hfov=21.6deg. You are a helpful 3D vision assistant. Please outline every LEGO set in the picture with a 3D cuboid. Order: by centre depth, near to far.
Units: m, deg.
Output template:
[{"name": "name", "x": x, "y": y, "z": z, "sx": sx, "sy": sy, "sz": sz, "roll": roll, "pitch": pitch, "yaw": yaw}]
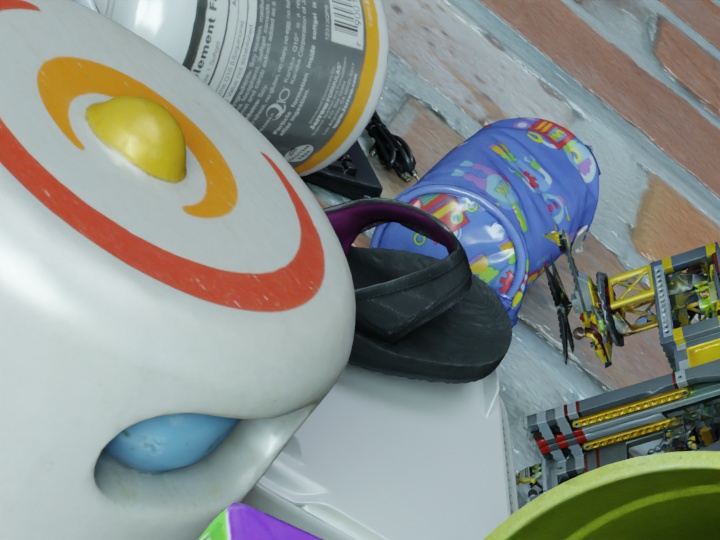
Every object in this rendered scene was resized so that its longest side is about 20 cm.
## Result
[{"name": "LEGO set", "x": 0.131, "y": 0.087, "z": 0.860, "sx": 0.201, "sy": 0.115, "sz": 0.154, "roll": -91, "pitch": 157, "yaw": -44}]

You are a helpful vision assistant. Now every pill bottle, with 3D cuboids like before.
[{"name": "pill bottle", "x": -0.087, "y": -0.109, "z": 0.837, "sx": 0.199, "sy": 0.117, "sz": 0.117, "roll": 7, "pitch": 38, "yaw": -50}]

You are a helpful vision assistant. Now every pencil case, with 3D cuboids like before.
[{"name": "pencil case", "x": 0.068, "y": -0.023, "z": 0.963, "sx": 0.087, "sy": 0.078, "sz": 0.200, "roll": 42, "pitch": 23, "yaw": 4}]

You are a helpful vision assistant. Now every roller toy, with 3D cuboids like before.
[{"name": "roller toy", "x": -0.099, "y": 0.002, "z": 0.584, "sx": 0.182, "sy": 0.140, "sz": 0.201, "roll": 32, "pitch": 23, "yaw": -17}]

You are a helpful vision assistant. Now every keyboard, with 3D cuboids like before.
[{"name": "keyboard", "x": -0.030, "y": -0.105, "z": 1.038, "sx": 0.126, "sy": 0.021, "sz": 0.201, "roll": 20, "pitch": 31, "yaw": -38}]

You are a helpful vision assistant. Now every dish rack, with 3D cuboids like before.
[{"name": "dish rack", "x": 0.000, "y": 0.060, "z": 0.754, "sx": 0.171, "sy": 0.044, "sz": 0.201, "roll": 33, "pitch": 25, "yaw": -15}]

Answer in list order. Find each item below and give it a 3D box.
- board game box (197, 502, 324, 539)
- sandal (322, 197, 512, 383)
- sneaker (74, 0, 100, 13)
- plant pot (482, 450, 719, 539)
[{"name": "board game box", "x": 0.014, "y": 0.205, "z": 0.308, "sx": 0.199, "sy": 0.200, "sz": 0.201, "roll": 28, "pitch": 26, "yaw": -24}, {"name": "sandal", "x": 0.000, "y": 0.001, "z": 0.745, "sx": 0.199, "sy": 0.048, "sz": 0.076, "roll": 12, "pitch": 35, "yaw": -45}, {"name": "sneaker", "x": -0.179, "y": -0.104, "z": 0.696, "sx": 0.199, "sy": 0.109, "sz": 0.070, "roll": 37, "pitch": 22, "yaw": -7}, {"name": "plant pot", "x": 0.135, "y": 0.166, "z": 0.607, "sx": 0.201, "sy": 0.200, "sz": 0.192, "roll": 50, "pitch": 14, "yaw": 24}]
